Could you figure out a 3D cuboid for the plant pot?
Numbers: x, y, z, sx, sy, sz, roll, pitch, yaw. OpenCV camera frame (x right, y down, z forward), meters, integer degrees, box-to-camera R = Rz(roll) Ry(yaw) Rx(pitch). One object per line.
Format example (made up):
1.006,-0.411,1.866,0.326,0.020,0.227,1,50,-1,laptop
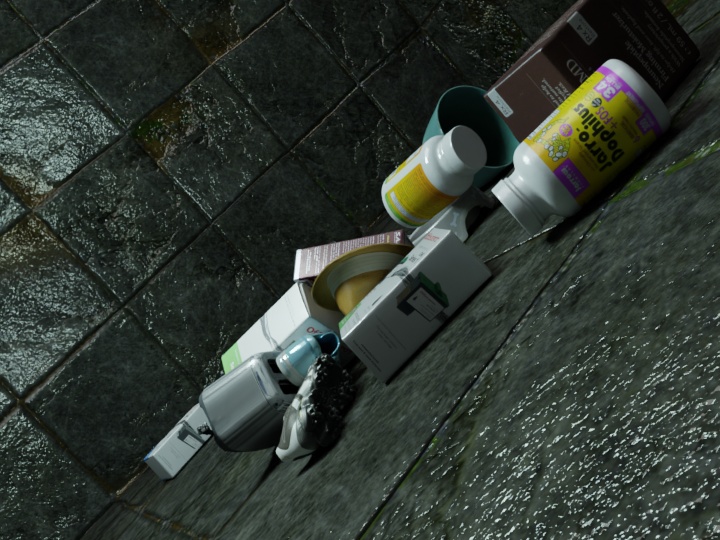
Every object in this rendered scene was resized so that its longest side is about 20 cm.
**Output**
0.219,-0.260,1.671,0.201,0.200,0.161,-47,-3,-34,plant pot

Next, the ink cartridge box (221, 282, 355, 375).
-0.114,0.137,1.322,0.200,0.144,0.085,-43,43,18,ink cartridge box

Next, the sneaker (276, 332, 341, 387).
-0.053,0.135,1.191,0.081,0.075,0.200,-38,-14,9,sneaker

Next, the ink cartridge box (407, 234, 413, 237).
0.059,-0.010,1.606,0.197,0.048,0.197,-8,-24,-44,ink cartridge box

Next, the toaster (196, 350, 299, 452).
-0.151,0.196,1.189,0.128,0.115,0.199,-38,-23,17,toaster

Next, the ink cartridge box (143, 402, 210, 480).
-0.472,0.454,2.097,0.200,0.084,0.144,-47,6,-30,ink cartridge box

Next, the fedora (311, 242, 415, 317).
0.024,0.039,1.180,0.195,0.083,0.202,-12,-32,-8,fedora

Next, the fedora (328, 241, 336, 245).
-0.016,0.040,1.476,0.089,0.206,0.200,-4,-4,-12,fedora

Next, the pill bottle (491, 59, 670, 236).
0.247,-0.135,0.900,0.200,0.104,0.104,-44,5,12,pill bottle

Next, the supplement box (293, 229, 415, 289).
0.000,0.000,1.296,0.195,0.109,0.062,-11,58,23,supplement box

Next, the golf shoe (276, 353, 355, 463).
-0.066,0.183,1.055,0.094,0.078,0.200,-42,4,20,golf shoe

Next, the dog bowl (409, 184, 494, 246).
0.158,-0.081,1.452,0.200,0.059,0.200,-44,6,5,dog bowl

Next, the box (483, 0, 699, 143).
0.310,-0.263,1.063,0.200,0.166,0.164,-46,6,-19,box

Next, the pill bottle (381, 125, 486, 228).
0.132,-0.167,1.391,0.199,0.111,0.111,-38,8,50,pill bottle

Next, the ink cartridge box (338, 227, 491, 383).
0.068,0.040,1.054,0.200,0.084,0.146,-45,6,0,ink cartridge box
